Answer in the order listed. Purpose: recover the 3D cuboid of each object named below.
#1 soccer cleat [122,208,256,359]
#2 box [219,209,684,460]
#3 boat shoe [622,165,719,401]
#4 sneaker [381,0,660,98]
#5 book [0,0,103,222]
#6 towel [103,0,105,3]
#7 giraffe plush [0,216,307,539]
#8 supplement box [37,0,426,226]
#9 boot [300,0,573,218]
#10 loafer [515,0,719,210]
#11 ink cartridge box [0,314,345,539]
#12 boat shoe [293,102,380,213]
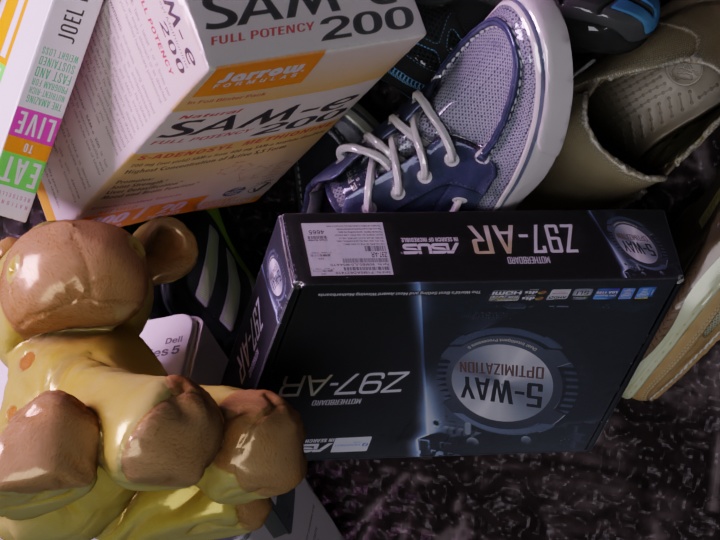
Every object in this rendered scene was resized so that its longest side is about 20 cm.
[{"bbox_3d":[-0.082,0.023,1.475,0.067,0.081,0.200,-14,111,54],"label":"soccer cleat"},{"bbox_3d":[0.041,0.033,1.370,0.199,0.044,0.160,0,145,-17],"label":"box"},{"bbox_3d":[0.200,-0.004,1.405,0.076,0.072,0.200,25,120,-15],"label":"boat shoe"},{"bbox_3d":[0.059,-0.124,1.378,0.199,0.073,0.082,10,118,30],"label":"sneaker"},{"bbox_3d":[-0.158,-0.135,1.347,0.048,0.134,0.201,16,98,-27],"label":"book"},{"bbox_3d":[-0.158,-0.228,1.422,0.143,0.023,0.201,6,115,13],"label":"towel"},{"bbox_3d":[-0.129,0.045,1.323,0.200,0.172,0.163,-30,60,49],"label":"giraffe plush"},{"bbox_3d":[-0.073,-0.093,1.352,0.200,0.126,0.074,-42,65,55],"label":"supplement box"},{"bbox_3d":[0.032,-0.053,1.326,0.090,0.073,0.200,-10,145,-26],"label":"boot"},{"bbox_3d":[0.118,-0.068,1.385,0.076,0.067,0.200,44,117,-7],"label":"loafer"},{"bbox_3d":[-0.113,0.128,1.484,0.145,0.084,0.200,-11,133,23],"label":"ink cartridge box"},{"bbox_3d":[0.000,0.000,1.450,0.074,0.062,0.201,5,119,44],"label":"boat shoe"}]
